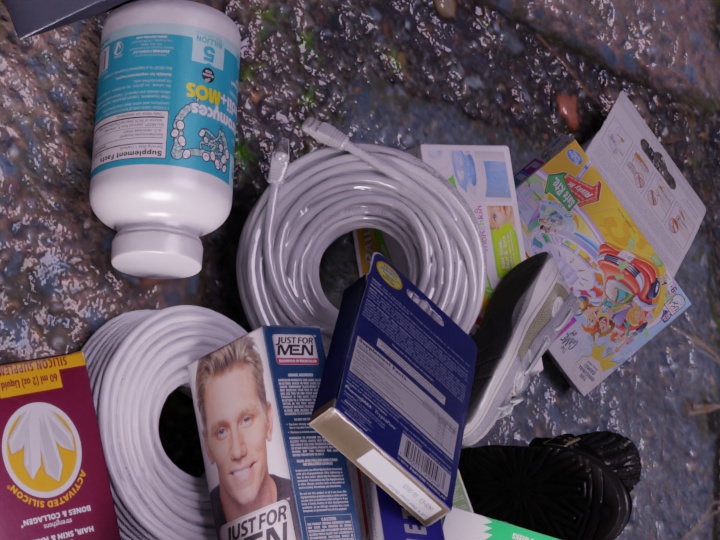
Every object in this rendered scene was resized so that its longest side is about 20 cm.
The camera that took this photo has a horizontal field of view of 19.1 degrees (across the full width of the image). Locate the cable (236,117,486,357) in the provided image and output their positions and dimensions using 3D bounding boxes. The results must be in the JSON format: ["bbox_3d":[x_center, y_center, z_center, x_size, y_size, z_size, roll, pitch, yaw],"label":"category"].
[{"bbox_3d":[0.000,0.000,1.718,0.199,0.069,0.201,21,85,1],"label":"cable"}]

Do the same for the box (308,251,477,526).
[{"bbox_3d":[0.029,0.084,1.590,0.121,0.032,0.200,42,32,-18],"label":"box"}]

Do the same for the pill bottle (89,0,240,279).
[{"bbox_3d":[-0.151,-0.099,1.648,0.110,0.110,0.201,16,69,-39],"label":"pill bottle"}]

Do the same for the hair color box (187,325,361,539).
[{"bbox_3d":[-0.061,0.150,1.562,0.060,0.100,0.201,3,69,-41],"label":"hair color box"}]

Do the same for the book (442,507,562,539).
[{"bbox_3d":[0.102,0.297,1.653,0.133,0.048,0.201,16,82,2],"label":"book"}]

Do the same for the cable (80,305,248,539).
[{"bbox_3d":[-0.137,0.126,1.628,0.200,0.069,0.200,54,49,-18],"label":"cable"}]

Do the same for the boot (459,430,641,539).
[{"bbox_3d":[0.192,0.183,1.827,0.157,0.211,0.080,3,95,-38],"label":"boot"}]

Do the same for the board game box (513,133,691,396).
[{"bbox_3d":[0.193,-0.004,1.945,0.134,0.034,0.200,-40,110,-4],"label":"board game box"}]

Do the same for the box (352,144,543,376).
[{"bbox_3d":[0.071,0.001,1.832,0.112,0.101,0.202,-3,81,-43],"label":"box"}]

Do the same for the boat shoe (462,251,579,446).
[{"bbox_3d":[0.124,0.071,1.743,0.065,0.074,0.202,47,46,-18],"label":"boat shoe"}]

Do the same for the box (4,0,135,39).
[{"bbox_3d":[-0.194,-0.306,1.634,0.200,0.117,0.198,-27,97,-44],"label":"box"}]

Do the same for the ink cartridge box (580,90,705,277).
[{"bbox_3d":[0.243,-0.050,2.049,0.162,0.050,0.200,51,45,-20],"label":"ink cartridge box"}]

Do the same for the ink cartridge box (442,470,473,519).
[{"bbox_3d":[0.080,0.236,1.755,0.048,0.146,0.201,-19,91,-1],"label":"ink cartridge box"}]

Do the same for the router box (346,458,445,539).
[{"bbox_3d":[0.013,0.233,1.613,0.048,0.180,0.201,8,34,-12],"label":"router box"}]

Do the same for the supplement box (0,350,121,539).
[{"bbox_3d":[-0.241,0.167,1.510,0.110,0.085,0.201,-9,85,-44],"label":"supplement box"}]
